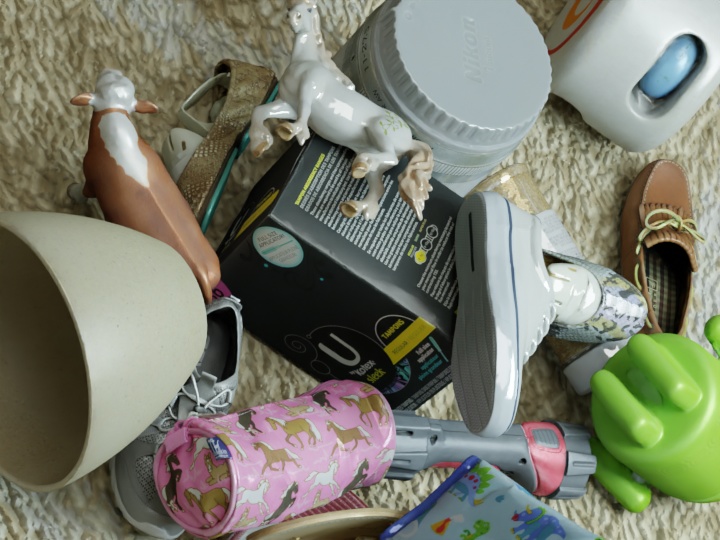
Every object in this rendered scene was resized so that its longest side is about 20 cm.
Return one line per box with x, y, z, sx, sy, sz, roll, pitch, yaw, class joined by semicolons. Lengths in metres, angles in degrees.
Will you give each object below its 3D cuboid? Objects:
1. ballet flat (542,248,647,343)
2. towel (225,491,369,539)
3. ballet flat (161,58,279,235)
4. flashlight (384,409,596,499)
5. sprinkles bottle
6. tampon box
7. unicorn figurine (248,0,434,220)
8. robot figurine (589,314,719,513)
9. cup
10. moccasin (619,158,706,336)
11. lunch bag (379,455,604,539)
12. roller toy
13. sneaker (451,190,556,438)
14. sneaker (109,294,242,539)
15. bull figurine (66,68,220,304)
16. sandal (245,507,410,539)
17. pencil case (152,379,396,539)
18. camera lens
0.138;0.010;1.757;0.200;0.072;0.072;20;53;13;ballet flat
-0.013;0.253;1.627;0.200;0.023;0.144;44;53;-2;towel
-0.125;-0.102;1.718;0.065;0.071;0.200;27;42;-4;ballet flat
0.091;0.148;1.708;0.199;0.068;0.068;5;93;-27;flashlight
0.164;0.006;1.821;0.068;0.068;0.200;-25;80;-36;sprinkles bottle
0.000;0.000;1.682;0.200;0.150;0.126;34;53;-9;tampon box
-0.023;-0.125;1.606;0.200;0.074;0.137;46;41;-17;unicorn figurine
0.267;0.125;1.762;0.200;0.176;0.116;34;12;-50;robot figurine
-0.197;0.043;1.529;0.143;0.200;0.201;-17;75;-41;cup
0.267;-0.014;1.882;0.074;0.078;0.202;26;56;-15;moccasin
0.133;0.259;1.564;0.127;0.170;0.200;-37;124;-16;lunch bag
0.258;-0.204;1.912;0.140;0.200;0.183;36;64;-9;roller toy
0.114;0.033;1.592;0.071;0.073;0.201;14;62;-22;sneaker
-0.135;0.103;1.597;0.075;0.082;0.201;21;57;-19;sneaker
-0.171;-0.053;1.627;0.065;0.121;0.200;-22;79;-23;bull figurine
0.017;0.218;1.602;0.211;0.078;0.070;-2;70;-35;sandal
-0.059;0.136;1.575;0.083;0.087;0.200;28;24;34;pencil case
0.046;-0.132;1.744;0.160;0.200;0.160;13;60;-23;camera lens
